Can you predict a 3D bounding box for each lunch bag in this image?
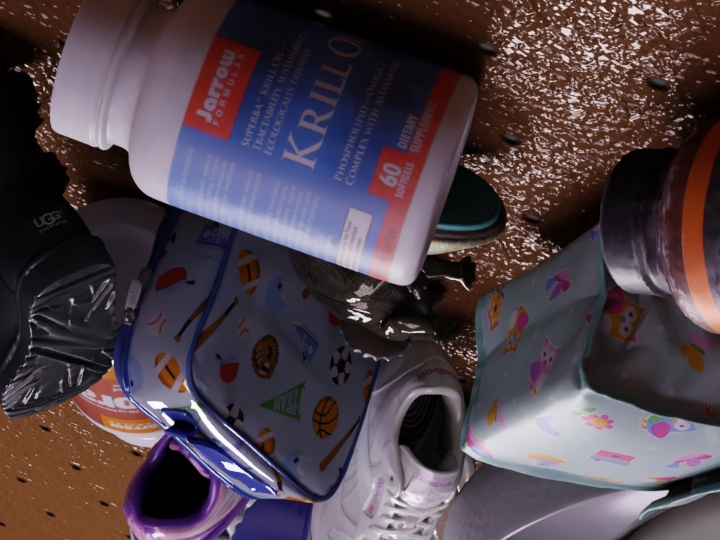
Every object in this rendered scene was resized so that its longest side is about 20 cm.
[{"bbox_3d":[0.177,0.064,1.281,0.199,0.123,0.170,18,159,-18],"label":"lunch bag"},{"bbox_3d":[-0.067,0.047,1.401,0.075,0.161,0.200,4,153,35],"label":"lunch bag"}]

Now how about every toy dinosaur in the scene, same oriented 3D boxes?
[{"bbox_3d":[0.000,0.000,1.348,0.102,0.077,0.200,-5,150,35],"label":"toy dinosaur"}]

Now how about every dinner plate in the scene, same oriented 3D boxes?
[{"bbox_3d":[0.230,0.159,1.450,0.199,0.024,0.201,-14,152,-7],"label":"dinner plate"}]

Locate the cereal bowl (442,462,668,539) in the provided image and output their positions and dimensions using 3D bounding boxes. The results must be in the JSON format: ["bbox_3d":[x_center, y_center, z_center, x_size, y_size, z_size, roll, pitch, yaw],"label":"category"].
[{"bbox_3d":[0.144,0.144,1.484,0.198,0.084,0.201,-12,151,-7],"label":"cereal bowl"}]

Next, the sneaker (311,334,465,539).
[{"bbox_3d":[0.020,0.140,1.483,0.074,0.202,0.100,5,-161,-18],"label":"sneaker"}]

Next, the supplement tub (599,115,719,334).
[{"bbox_3d":[0.211,-0.019,1.072,0.199,0.108,0.107,2,152,38],"label":"supplement tub"}]

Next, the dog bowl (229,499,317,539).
[{"bbox_3d":[-0.029,0.181,1.623,0.078,0.201,0.200,8,155,24],"label":"dog bowl"}]

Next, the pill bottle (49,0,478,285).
[{"bbox_3d":[-0.049,-0.075,1.169,0.199,0.113,0.112,19,158,3],"label":"pill bottle"}]

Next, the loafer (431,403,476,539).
[{"bbox_3d":[0.049,0.168,1.639,0.062,0.072,0.201,-6,134,-2],"label":"loafer"}]

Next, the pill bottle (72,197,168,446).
[{"bbox_3d":[-0.146,0.043,1.527,0.111,0.113,0.200,17,158,10],"label":"pill bottle"}]

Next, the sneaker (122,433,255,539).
[{"bbox_3d":[-0.084,0.108,1.507,0.080,0.200,0.088,37,176,23],"label":"sneaker"}]

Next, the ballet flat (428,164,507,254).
[{"bbox_3d":[-0.020,-0.042,1.258,0.199,0.071,0.071,17,158,2],"label":"ballet flat"}]

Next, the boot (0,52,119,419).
[{"bbox_3d":[-0.205,-0.025,1.364,0.169,0.076,0.200,61,158,21],"label":"boot"}]
